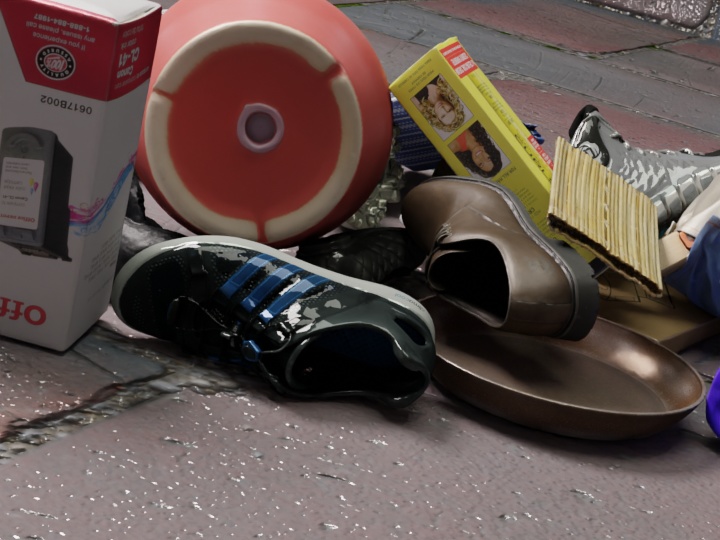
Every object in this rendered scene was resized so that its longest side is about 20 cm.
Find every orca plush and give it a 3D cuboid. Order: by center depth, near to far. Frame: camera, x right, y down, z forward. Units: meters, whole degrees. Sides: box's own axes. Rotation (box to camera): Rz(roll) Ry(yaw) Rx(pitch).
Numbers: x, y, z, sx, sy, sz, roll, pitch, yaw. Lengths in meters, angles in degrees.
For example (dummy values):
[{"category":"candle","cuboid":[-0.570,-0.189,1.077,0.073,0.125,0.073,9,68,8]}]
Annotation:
[{"category":"orca plush","cuboid":[-0.152,-0.033,1.160,0.104,0.072,0.200,2,19,-32]}]

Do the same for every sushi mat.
[{"category":"sushi mat","cuboid":[0.173,-0.041,1.229,0.095,0.012,0.200,34,20,-4]}]

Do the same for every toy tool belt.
[{"category":"toy tool belt","cuboid":[0.303,0.022,1.274,0.200,0.125,0.123,39,58,20]}]

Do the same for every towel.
[{"category":"towel","cuboid":[0.061,-0.128,1.537,0.144,0.024,0.200,-9,-15,28]}]

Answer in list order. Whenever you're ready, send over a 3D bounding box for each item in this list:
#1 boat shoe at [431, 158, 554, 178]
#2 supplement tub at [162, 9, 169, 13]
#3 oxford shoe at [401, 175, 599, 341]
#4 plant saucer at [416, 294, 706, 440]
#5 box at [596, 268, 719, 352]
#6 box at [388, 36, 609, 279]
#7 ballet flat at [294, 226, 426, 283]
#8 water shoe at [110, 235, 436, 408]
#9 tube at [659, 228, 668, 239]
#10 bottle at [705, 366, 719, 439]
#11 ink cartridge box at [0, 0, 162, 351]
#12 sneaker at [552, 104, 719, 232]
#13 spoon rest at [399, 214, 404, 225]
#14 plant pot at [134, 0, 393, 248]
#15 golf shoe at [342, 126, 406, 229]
[{"category":"boat shoe","cuboid":[0.137,-0.062,1.504,0.065,0.074,0.199,34,-8,-36]},{"category":"supplement tub","cuboid":[-0.144,-0.153,1.430,0.198,0.124,0.123,-5,17,1]},{"category":"oxford shoe","cuboid":[0.073,-0.016,1.172,0.084,0.073,0.200,1,20,-30]},{"category":"plant saucer","cuboid":[0.122,0.064,1.124,0.198,0.032,0.200,12,16,-3]},{"category":"box","cuboid":[0.196,0.018,1.348,0.162,0.021,0.199,23,20,29]},{"category":"box","cuboid":[0.106,-0.074,1.267,0.201,0.050,0.075,51,21,1]},{"category":"ballet flat","cuboid":[0.000,0.000,1.239,0.066,0.057,0.200,-6,4,21]},{"category":"water shoe","cuboid":[-0.051,0.031,1.030,0.198,0.072,0.079,9,24,-2]},{"category":"tube","cuboid":[0.253,-0.037,1.431,0.199,0.050,0.078,21,54,-24]},{"category":"bottle","cuboid":[0.312,0.085,1.136,0.199,0.066,0.083,-2,28,-42]},{"category":"ink cartridge box","cuboid":[-0.209,-0.072,1.017,0.146,0.202,0.086,14,17,6]},{"category":"sneaker","cuboid":[0.225,-0.091,1.378,0.199,0.075,0.116,-25,77,-28]},{"category":"spoon rest","cuboid":[0.085,-0.041,1.388,0.098,0.061,0.200,16,17,4]},{"category":"plant pot","cuboid":[-0.070,-0.100,1.183,0.198,0.203,0.177,12,7,-4]},{"category":"golf shoe","cuboid":[-0.024,-0.073,1.431,0.096,0.079,0.200,-2,8,11]}]
